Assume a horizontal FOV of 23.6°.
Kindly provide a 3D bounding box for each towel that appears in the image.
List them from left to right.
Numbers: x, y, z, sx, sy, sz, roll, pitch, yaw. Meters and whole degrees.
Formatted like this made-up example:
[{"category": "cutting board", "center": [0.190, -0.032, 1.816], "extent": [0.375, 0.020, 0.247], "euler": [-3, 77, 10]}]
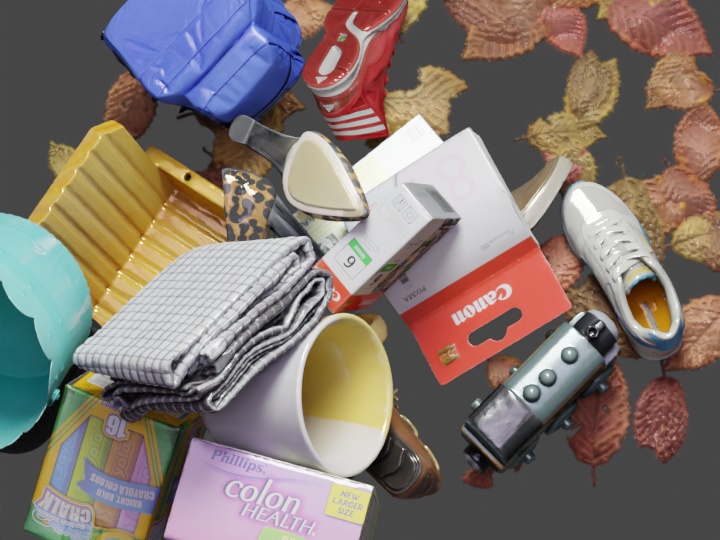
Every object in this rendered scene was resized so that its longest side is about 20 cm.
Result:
[{"category": "towel", "center": [-0.138, 0.056, 1.570], "extent": [0.200, 0.165, 0.086], "euler": [-46, 119, -34]}]

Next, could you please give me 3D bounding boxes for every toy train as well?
[{"category": "toy train", "center": [0.179, 0.119, 1.700], "extent": [0.200, 0.114, 0.085], "euler": [-43, 79, -7]}]

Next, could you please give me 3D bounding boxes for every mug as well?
[{"category": "mug", "center": [-0.061, 0.119, 1.648], "extent": [0.152, 0.186, 0.151], "euler": [-4, 87, 36]}]

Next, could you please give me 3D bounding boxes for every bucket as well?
[{"category": "bucket", "center": [-0.356, 0.053, 1.609], "extent": [0.205, 0.135, 0.209], "euler": [6, 114, 14]}]

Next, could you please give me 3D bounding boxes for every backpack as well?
[{"category": "backpack", "center": [-0.146, -0.225, 1.757], "extent": [0.162, 0.200, 0.168], "euler": [-39, 82, 8]}]

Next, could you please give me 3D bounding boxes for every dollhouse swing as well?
[{"category": "dollhouse swing", "center": [-0.215, -0.018, 1.721], "extent": [0.181, 0.176, 0.201], "euler": [32, 79, 10]}]

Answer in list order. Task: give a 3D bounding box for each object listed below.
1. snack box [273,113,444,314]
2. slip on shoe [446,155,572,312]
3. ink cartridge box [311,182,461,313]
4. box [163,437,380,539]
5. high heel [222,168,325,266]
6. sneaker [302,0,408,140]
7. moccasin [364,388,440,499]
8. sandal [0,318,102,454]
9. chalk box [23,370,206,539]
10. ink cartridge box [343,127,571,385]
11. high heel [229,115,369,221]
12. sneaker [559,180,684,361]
[{"category": "snack box", "center": [0.021, -0.055, 1.789], "extent": [0.199, 0.037, 0.116], "euler": [-38, 77, -6]}, {"category": "slip on shoe", "center": [0.140, -0.045, 1.765], "extent": [0.060, 0.076, 0.201], "euler": [38, 88, 5]}, {"category": "ink cartridge box", "center": [0.000, 0.000, 1.661], "extent": [0.200, 0.109, 0.050], "euler": [-44, 78, 14]}, {"category": "box", "center": [-0.078, 0.239, 1.638], "extent": [0.174, 0.200, 0.098], "euler": [15, 77, 5]}, {"category": "high heel", "center": [-0.145, 0.002, 1.721], "extent": [0.200, 0.071, 0.143], "euler": [-42, 103, -4]}, {"category": "sneaker", "center": [0.004, -0.213, 1.820], "extent": [0.078, 0.116, 0.201], "euler": [9, 45, 29]}, {"category": "moccasin", "center": [0.009, 0.148, 1.723], "extent": [0.201, 0.078, 0.074], "euler": [40, 97, 29]}, {"category": "sandal", "center": [-0.318, 0.111, 1.730], "extent": [0.075, 0.045, 0.200], "euler": [34, 116, -15]}, {"category": "chalk box", "center": [-0.240, 0.210, 1.677], "extent": [0.123, 0.124, 0.202], "euler": [19, 102, 7]}, {"category": "ink cartridge box", "center": [0.092, -0.014, 1.709], "extent": [0.162, 0.057, 0.201], "euler": [-32, 72, 14]}, {"category": "high heel", "center": [-0.025, -0.085, 1.684], "extent": [0.200, 0.142, 0.072], "euler": [37, 97, 40]}, {"category": "sneaker", "center": [0.270, -0.008, 1.744], "extent": [0.076, 0.081, 0.201], "euler": [-29, 75, -3]}]
